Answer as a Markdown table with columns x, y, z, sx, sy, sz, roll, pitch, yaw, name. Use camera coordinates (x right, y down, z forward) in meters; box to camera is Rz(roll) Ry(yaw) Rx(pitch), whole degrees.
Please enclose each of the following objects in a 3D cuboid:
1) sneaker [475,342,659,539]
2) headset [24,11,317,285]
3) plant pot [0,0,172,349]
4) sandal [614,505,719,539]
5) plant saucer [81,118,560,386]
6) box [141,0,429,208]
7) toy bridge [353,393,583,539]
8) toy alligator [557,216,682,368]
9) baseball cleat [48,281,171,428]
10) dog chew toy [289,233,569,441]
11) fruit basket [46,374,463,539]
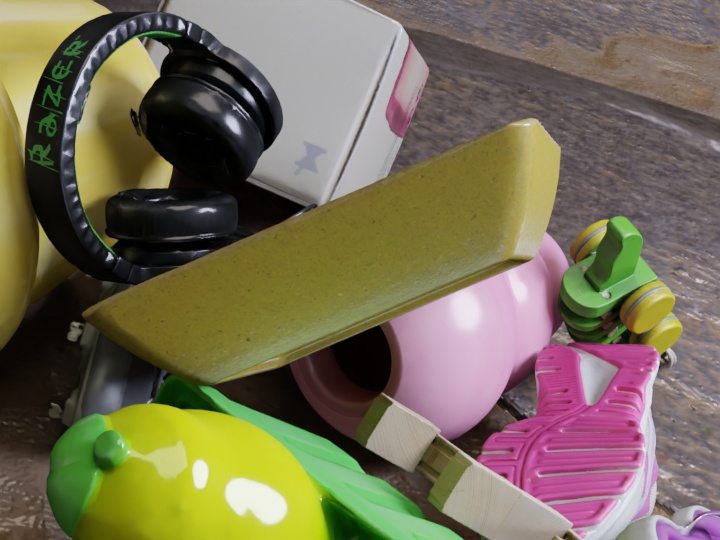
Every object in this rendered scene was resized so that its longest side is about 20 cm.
| x | y | z | sx | sy | sz | roll | pitch | yaw | name |
| --- | --- | --- | --- | --- | --- | --- | --- | --- | --- |
| 0.111 | 0.110 | 0.898 | 0.081 | 0.089 | 0.200 | 2 | 22 | 21 | sneaker |
| -0.090 | -0.045 | 0.864 | 0.094 | 0.124 | 0.200 | 6 | -16 | 38 | headset |
| -0.199 | -0.054 | 0.882 | 0.200 | 0.201 | 0.188 | 38 | 37 | 24 | plant pot |
| 0.161 | 0.132 | 0.760 | 0.083 | 0.050 | 0.202 | 63 | 17 | 14 | sandal |
| 0.000 | 0.000 | 0.798 | 0.200 | 0.199 | 0.049 | 0 | 68 | -80 | plant saucer |
| -0.043 | -0.102 | 1.029 | 0.127 | 0.109 | 0.200 | 24 | 2 | 5 | box |
| 0.061 | 0.105 | 0.776 | 0.067 | 0.027 | 0.200 | 32 | 1 | -26 | toy bridge |
| 0.142 | 0.028 | 1.009 | 0.054 | 0.200 | 0.059 | -35 | 63 | -1 | toy alligator |
| -0.089 | 0.028 | 0.940 | 0.106 | 0.070 | 0.200 | 18 | 36 | -3 | baseball cleat |
| 0.049 | 0.021 | 0.979 | 0.124 | 0.125 | 0.200 | 36 | 30 | 22 | dog chew toy |
| -0.049 | 0.128 | 0.712 | 0.214 | 0.156 | 0.216 | 19 | 12 | -4 | fruit basket |
